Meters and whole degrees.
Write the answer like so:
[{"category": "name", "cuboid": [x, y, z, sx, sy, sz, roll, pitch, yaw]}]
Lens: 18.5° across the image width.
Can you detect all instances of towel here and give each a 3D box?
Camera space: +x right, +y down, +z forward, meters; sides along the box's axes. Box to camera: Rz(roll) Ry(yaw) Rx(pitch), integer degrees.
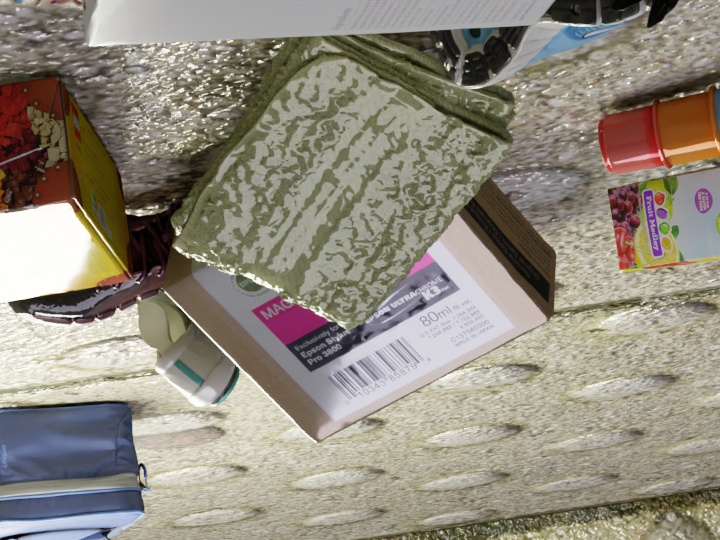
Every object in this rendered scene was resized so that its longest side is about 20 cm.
[{"category": "towel", "cuboid": [-0.012, -0.056, 1.303, 0.148, 0.037, 0.200, 25, 127, -15]}]

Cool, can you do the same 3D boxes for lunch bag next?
[{"category": "lunch bag", "cuboid": [-0.302, 0.211, 2.157, 0.199, 0.133, 0.136, -2, 164, -20]}]

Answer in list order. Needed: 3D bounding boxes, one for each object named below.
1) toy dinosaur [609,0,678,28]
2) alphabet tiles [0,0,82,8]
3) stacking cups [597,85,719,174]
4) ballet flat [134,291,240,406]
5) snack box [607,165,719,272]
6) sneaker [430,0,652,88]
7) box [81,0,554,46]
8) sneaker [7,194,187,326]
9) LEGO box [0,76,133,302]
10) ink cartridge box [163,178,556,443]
[{"category": "toy dinosaur", "cuboid": [0.136, -0.193, 0.991, 0.200, 0.102, 0.136, -38, -168, 27]}, {"category": "alphabet tiles", "cuboid": [-0.078, -0.165, 1.114, 0.199, 0.008, 0.167, -1, 163, -26]}, {"category": "stacking cups", "cuboid": [0.255, -0.105, 1.449, 0.199, 0.061, 0.060, -8, 166, 18]}, {"category": "ballet flat", "cuboid": [-0.133, 0.029, 1.594, 0.069, 0.070, 0.200, -5, -154, -11]}, {"category": "snack box", "cuboid": [0.303, -0.049, 1.545, 0.168, 0.068, 0.199, -10, -179, -42]}, {"category": "sneaker", "cuboid": [0.122, -0.162, 1.157, 0.090, 0.079, 0.200, -21, 180, -40]}, {"category": "box", "cuboid": [-0.016, -0.170, 0.899, 0.199, 0.125, 0.097, -5, 165, -16]}, {"category": "sneaker", "cuboid": [-0.142, -0.025, 1.504, 0.199, 0.076, 0.116, -14, 163, -24]}, {"category": "LEGO box", "cuboid": [-0.231, -0.041, 1.354, 0.148, 0.078, 0.200, -9, 166, 2]}, {"category": "ink cartridge box", "cuboid": [0.000, 0.000, 1.416, 0.200, 0.075, 0.165, -30, 119, 27]}]
